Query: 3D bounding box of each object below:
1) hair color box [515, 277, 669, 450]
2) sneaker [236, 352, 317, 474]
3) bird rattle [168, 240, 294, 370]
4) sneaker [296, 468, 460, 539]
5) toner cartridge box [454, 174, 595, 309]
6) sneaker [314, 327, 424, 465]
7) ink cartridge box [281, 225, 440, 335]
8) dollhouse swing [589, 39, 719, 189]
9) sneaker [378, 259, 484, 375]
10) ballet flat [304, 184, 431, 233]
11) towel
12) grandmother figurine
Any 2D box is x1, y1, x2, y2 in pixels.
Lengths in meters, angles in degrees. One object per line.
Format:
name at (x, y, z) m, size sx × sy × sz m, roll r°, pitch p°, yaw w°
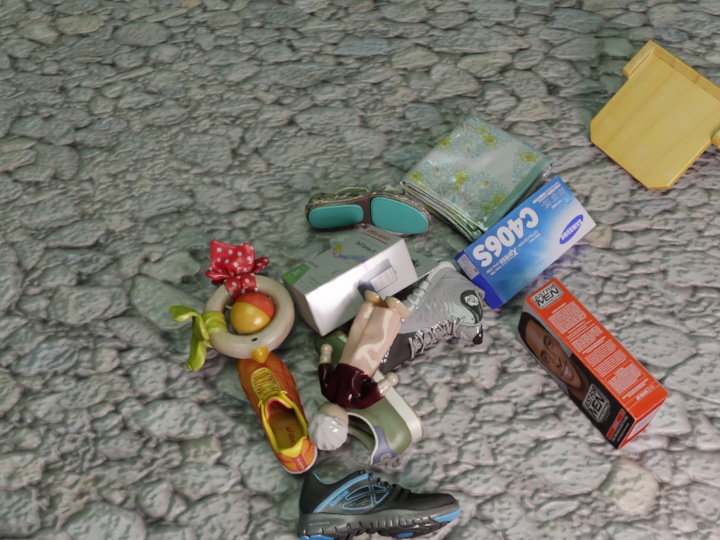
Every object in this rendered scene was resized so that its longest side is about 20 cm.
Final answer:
hair color box at (0.289, 0.118, 0.949) m, size 0.060 × 0.102 × 0.201 m, roll -29°, pitch 59°, yaw -15°
sneaker at (-0.109, 0.164, 0.957) m, size 0.072 × 0.078 × 0.201 m, roll -27°, pitch 50°, yaw -13°
bird rattle at (-0.166, 0.056, 1.022) m, size 0.160 × 0.114 × 0.201 m, roll 19°, pitch 44°, yaw 17°
sneaker at (0.020, 0.274, 0.882) m, size 0.195 × 0.074 × 0.083 m, roll -4°, pitch 56°, yaw 0°
toner cartridge box at (0.240, -0.042, 1.071) m, size 0.199 × 0.043 × 0.096 m, roll -38°, pitch 87°, yaw -19°
sneaker at (-0.014, 0.163, 0.957) m, size 0.089 × 0.068 × 0.200 m, roll -35°, pitch 64°, yaw -24°
ink cartridge box at (0.000, 0.000, 1.032) m, size 0.197 × 0.068 × 0.117 m, roll -29°, pitch 22°, yaw -15°
dollhouse swing at (0.505, -0.235, 1.203) m, size 0.180 × 0.177 × 0.200 m, roll -2°, pitch 42°, yaw -50°
sneaker at (0.106, 0.081, 1.002) m, size 0.114 × 0.076 × 0.201 m, roll 30°, pitch 63°, yaw 19°
ballet flat at (0.013, -0.101, 1.135) m, size 0.195 × 0.069 × 0.076 m, roll 2°, pitch 41°, yaw 7°
towel at (0.182, -0.150, 1.161) m, size 0.170 × 0.049 × 0.200 m, roll 38°, pitch 66°, yaw 23°
grandmother figurine at (-0.005, 0.127, 0.915) m, size 0.120 × 0.061 × 0.203 m, roll 9°, pitch 64°, yaw 46°
